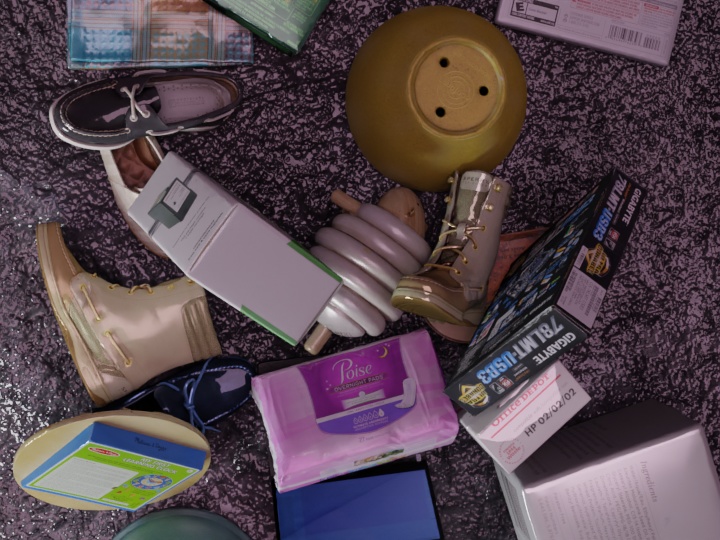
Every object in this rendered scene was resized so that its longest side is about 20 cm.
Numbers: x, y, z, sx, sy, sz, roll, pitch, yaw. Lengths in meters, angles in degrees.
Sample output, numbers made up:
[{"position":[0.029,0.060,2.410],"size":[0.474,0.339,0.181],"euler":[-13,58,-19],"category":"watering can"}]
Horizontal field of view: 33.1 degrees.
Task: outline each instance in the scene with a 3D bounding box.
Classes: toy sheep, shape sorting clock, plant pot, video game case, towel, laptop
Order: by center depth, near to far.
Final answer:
[{"position":[-0.252,0.195,1.238],"size":[0.198,0.201,0.039],"euler":[-4,57,-5],"category":"shape sorting clock"},{"position":[0.088,-0.183,1.253],"size":[0.198,0.142,0.202],"euler":[0,93,-5],"category":"plant pot"},{"position":[0.000,0.000,1.265],"size":[0.137,0.138,0.201],"euler":[33,87,-6],"category":"toy sheep"},{"position":[-0.191,0.362,1.265],"size":[0.198,0.134,0.202],"euler":[0,93,-5],"category":"plant pot"},{"position":[-0.212,-0.288,1.282],"size":[0.198,0.022,0.148],"euler":[-1,94,-5],"category":"towel"},{"position":[-0.012,0.192,1.285],"size":[0.176,0.103,0.202],"euler":[-6,94,-5],"category":"laptop"},{"position":[0.261,-0.335,1.320],"size":[0.198,0.022,0.184],"euler":[13,92,-5],"category":"video game case"}]

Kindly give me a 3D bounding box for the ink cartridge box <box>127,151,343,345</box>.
[{"position":[-0.128,-0.026,1.197],"size":[0.146,0.200,0.084],"euler":[36,90,-32],"category":"ink cartridge box"}]

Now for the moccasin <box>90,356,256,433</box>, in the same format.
[{"position":[-0.201,0.154,1.284],"size":[0.199,0.068,0.081],"euler":[-25,95,-3],"category":"moccasin"}]

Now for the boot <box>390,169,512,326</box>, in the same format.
[{"position":[0.095,-0.026,1.207],"size":[0.072,0.200,0.156],"euler":[16,91,21],"category":"boot"}]

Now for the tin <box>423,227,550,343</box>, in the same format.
[{"position":[0.158,0.016,1.323],"size":[0.198,0.042,0.113],"euler":[-8,90,-4],"category":"tin"}]

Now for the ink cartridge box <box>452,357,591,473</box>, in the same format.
[{"position":[0.161,0.137,1.248],"size":[0.115,0.200,0.068],"euler":[-42,96,-1],"category":"ink cartridge box"}]

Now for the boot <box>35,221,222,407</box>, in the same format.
[{"position":[-0.244,0.023,1.273],"size":[0.154,0.073,0.201],"euler":[-22,87,-8],"category":"boot"}]

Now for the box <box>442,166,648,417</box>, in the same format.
[{"position":[0.178,0.023,1.170],"size":[0.050,0.200,0.199],"euler":[38,50,-4],"category":"box"}]

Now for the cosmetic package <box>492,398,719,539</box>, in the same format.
[{"position":[0.268,0.254,1.282],"size":[0.199,0.165,0.166],"euler":[-18,95,-2],"category":"cosmetic package"}]

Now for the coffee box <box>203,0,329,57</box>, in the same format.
[{"position":[-0.068,-0.340,1.270],"size":[0.122,0.044,0.201],"euler":[30,87,-11],"category":"coffee box"}]

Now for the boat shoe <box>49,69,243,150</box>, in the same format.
[{"position":[-0.213,-0.167,1.228],"size":[0.199,0.060,0.075],"euler":[-7,83,-32],"category":"boat shoe"}]

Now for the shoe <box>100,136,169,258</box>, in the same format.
[{"position":[-0.236,-0.104,1.274],"size":[0.070,0.053,0.201],"euler":[-24,95,-3],"category":"shoe"}]

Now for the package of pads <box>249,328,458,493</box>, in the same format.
[{"position":[-0.008,0.144,1.259],"size":[0.198,0.076,0.121],"euler":[-15,69,-8],"category":"package of pads"}]
